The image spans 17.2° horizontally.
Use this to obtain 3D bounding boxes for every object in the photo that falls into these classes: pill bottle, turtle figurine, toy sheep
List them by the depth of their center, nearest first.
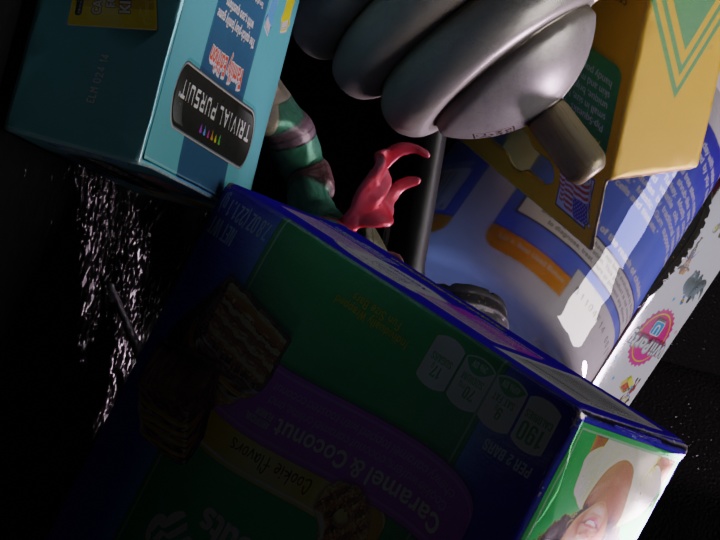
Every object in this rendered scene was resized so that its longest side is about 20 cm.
[{"bbox_3d":[0.032,-0.119,0.892,0.137,0.201,0.138,-35,170,-7],"label":"toy sheep"},{"bbox_3d":[-0.033,0.009,0.921,0.200,0.100,0.151,98,14,-72],"label":"turtle figurine"},{"bbox_3d":[0.103,-0.047,1.092,0.200,0.112,0.112,-54,161,-24],"label":"pill bottle"}]

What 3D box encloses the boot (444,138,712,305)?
[{"bbox_3d":[0.083,-0.025,1.164,0.200,0.131,0.068,-49,-163,-27],"label":"boot"}]

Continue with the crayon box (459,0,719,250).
[{"bbox_3d":[0.099,-0.128,0.985,0.051,0.126,0.201,-9,123,-30],"label":"crayon box"}]

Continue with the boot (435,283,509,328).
[{"bbox_3d":[-0.009,0.104,0.852,0.200,0.070,0.132,-39,-130,29],"label":"boot"}]

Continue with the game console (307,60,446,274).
[{"bbox_3d":[0.000,0.000,1.036,0.177,0.031,0.202,-164,-98,-73],"label":"game console"}]

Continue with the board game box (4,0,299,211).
[{"bbox_3d":[-0.049,-0.127,0.770,0.151,0.047,0.202,30,75,-80],"label":"board game box"}]

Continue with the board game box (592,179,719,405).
[{"bbox_3d":[0.127,-0.010,1.421,0.201,0.147,0.064,-58,149,9],"label":"board game box"}]

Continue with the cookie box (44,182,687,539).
[{"bbox_3d":[-0.017,0.100,0.772,0.075,0.171,0.201,20,99,-51],"label":"cookie box"}]
